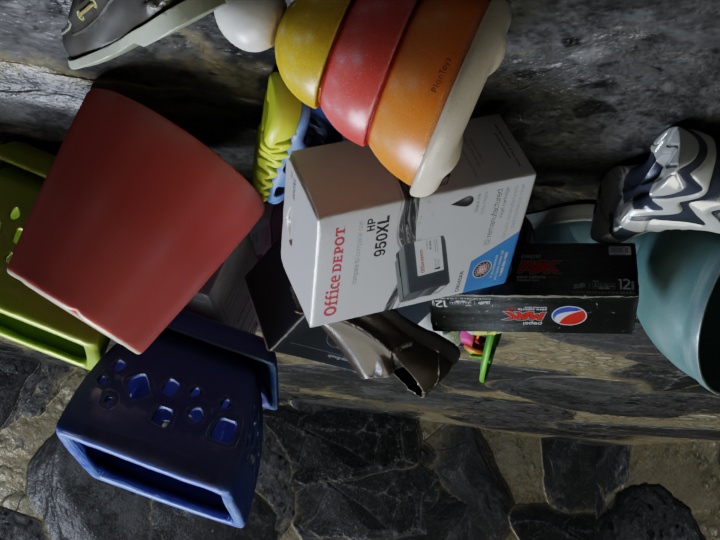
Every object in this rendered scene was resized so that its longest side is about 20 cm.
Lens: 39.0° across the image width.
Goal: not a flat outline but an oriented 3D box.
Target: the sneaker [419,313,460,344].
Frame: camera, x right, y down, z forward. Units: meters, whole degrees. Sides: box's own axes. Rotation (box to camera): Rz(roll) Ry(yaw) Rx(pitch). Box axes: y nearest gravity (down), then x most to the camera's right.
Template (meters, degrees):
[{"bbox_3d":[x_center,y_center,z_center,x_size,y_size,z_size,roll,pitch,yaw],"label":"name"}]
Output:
[{"bbox_3d":[0.039,0.045,1.216,0.128,0.200,0.080,-20,127,0],"label":"sneaker"}]

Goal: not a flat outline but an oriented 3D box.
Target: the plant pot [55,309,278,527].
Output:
[{"bbox_3d":[-0.194,0.155,1.126,0.198,0.181,0.200,19,156,5],"label":"plant pot"}]

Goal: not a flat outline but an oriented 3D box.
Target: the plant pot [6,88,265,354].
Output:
[{"bbox_3d":[-0.212,-0.035,0.926,0.199,0.178,0.201,30,169,6],"label":"plant pot"}]

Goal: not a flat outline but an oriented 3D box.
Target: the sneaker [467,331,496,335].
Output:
[{"bbox_3d":[0.174,0.025,1.124,0.104,0.076,0.200,-23,-179,20],"label":"sneaker"}]

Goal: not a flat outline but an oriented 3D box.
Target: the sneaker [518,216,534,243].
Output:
[{"bbox_3d":[0.119,-0.041,1.151,0.198,0.075,0.088,3,176,39],"label":"sneaker"}]

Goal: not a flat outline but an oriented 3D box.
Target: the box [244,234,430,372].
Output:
[{"bbox_3d":[0.000,0.000,1.081,0.148,0.108,0.200,19,126,-43],"label":"box"}]

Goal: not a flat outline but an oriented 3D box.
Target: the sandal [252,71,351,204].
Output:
[{"bbox_3d":[-0.053,-0.109,0.920,0.086,0.080,0.200,4,168,-12],"label":"sandal"}]

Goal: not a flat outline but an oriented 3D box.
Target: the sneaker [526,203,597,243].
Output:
[{"bbox_3d":[0.206,-0.018,1.164,0.073,0.083,0.199,13,164,-27],"label":"sneaker"}]

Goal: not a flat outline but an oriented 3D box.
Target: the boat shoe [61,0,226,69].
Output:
[{"bbox_3d":[-0.160,-0.185,0.696,0.072,0.061,0.200,-38,-159,-30],"label":"boat shoe"}]

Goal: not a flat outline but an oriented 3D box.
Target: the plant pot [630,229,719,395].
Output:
[{"bbox_3d":[0.357,0.009,1.050,0.199,0.202,0.134,19,-173,-43],"label":"plant pot"}]

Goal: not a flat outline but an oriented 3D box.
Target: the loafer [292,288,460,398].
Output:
[{"bbox_3d":[0.014,0.071,0.988,0.199,0.072,0.073,28,170,-29],"label":"loafer"}]

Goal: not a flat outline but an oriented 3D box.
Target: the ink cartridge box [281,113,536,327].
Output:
[{"bbox_3d":[0.037,-0.043,0.893,0.198,0.085,0.145,-12,141,-16],"label":"ink cartridge box"}]

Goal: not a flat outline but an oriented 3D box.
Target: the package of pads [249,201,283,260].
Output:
[{"bbox_3d":[-0.102,-0.026,1.257,0.119,0.077,0.199,15,162,-29],"label":"package of pads"}]

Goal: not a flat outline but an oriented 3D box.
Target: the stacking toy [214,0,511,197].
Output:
[{"bbox_3d":[-0.007,-0.153,0.700,0.198,0.147,0.146,25,166,2],"label":"stacking toy"}]

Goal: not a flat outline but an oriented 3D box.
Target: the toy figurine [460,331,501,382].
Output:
[{"bbox_3d":[0.119,0.059,1.489,0.182,0.152,0.200,16,-167,12],"label":"toy figurine"}]

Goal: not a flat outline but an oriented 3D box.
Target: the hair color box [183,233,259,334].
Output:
[{"bbox_3d":[-0.160,0.023,1.171,0.060,0.100,0.201,16,155,13],"label":"hair color box"}]

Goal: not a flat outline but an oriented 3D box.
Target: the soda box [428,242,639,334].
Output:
[{"bbox_3d":[0.166,0.017,0.988,0.197,0.064,0.071,1,145,10],"label":"soda box"}]

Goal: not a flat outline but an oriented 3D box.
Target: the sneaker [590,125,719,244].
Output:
[{"bbox_3d":[0.307,-0.062,0.957,0.128,0.080,0.199,16,154,-8],"label":"sneaker"}]

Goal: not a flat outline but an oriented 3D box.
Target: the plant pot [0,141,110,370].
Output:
[{"bbox_3d":[-0.344,-0.017,1.114,0.198,0.183,0.199,24,162,-8],"label":"plant pot"}]
